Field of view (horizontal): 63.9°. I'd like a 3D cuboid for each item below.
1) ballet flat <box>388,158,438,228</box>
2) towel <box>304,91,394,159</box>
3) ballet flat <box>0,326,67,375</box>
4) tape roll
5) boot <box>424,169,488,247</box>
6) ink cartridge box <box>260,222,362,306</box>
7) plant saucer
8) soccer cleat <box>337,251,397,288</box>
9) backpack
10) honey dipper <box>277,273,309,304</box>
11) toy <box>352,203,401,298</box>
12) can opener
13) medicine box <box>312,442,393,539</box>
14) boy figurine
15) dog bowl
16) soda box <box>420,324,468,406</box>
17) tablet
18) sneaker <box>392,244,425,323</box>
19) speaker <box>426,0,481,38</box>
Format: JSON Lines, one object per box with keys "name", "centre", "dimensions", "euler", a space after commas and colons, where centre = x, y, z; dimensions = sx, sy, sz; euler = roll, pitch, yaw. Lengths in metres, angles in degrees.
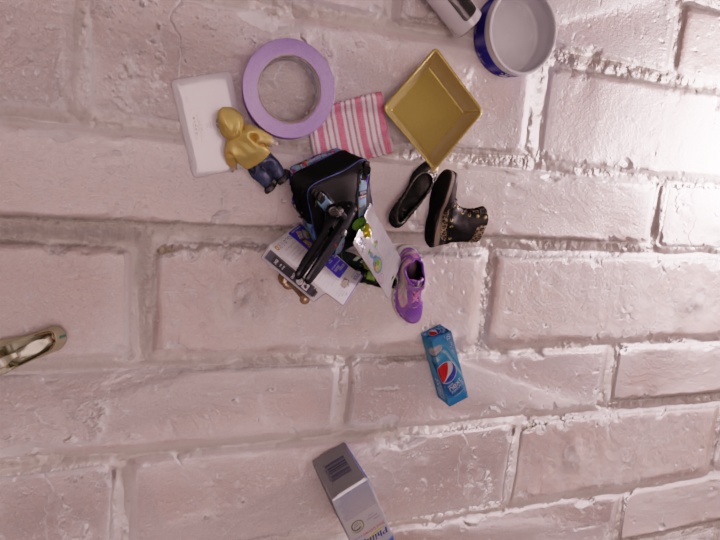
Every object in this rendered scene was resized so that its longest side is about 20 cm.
{"name": "ballet flat", "centre": [0.138, -0.187, 1.419], "dimensions": [0.066, 0.057, 0.202], "euler": [35, 83, -23]}
{"name": "towel", "centre": [-0.024, -0.321, 1.345], "dimensions": [0.197, 0.030, 0.149], "euler": [-19, 106, -16]}
{"name": "ballet flat", "centre": [-0.697, 0.168, 1.164], "dimensions": [0.197, 0.069, 0.071], "euler": [-25, 109, -14]}
{"name": "tape roll", "centre": [-0.156, -0.388, 1.247], "dimensions": [0.196, 0.066, 0.205], "euler": [-3, 101, -14]}
{"name": "boot", "centre": [0.249, -0.153, 1.451], "dimensions": [0.148, 0.073, 0.204], "euler": [-1, 115, -22]}
{"name": "ink cartridge box", "centre": [-0.099, -0.006, 1.264], "dimensions": [0.199, 0.198, 0.044], "euler": [39, 112, -1]}
{"name": "plant saucer", "centre": [0.169, -0.385, 1.392], "dimensions": [0.200, 0.048, 0.201], "euler": [44, 81, -22]}
{"name": "soccer cleat", "centre": [0.000, 0.000, 1.392], "dimensions": [0.197, 0.081, 0.069], "euler": [14, 96, -23]}
{"name": "backpack", "centre": [-0.061, -0.147, 1.295], "dimensions": [0.181, 0.134, 0.203], "euler": [-31, 133, -25]}
{"name": "honey dipper", "centre": [-0.144, 0.038, 1.279], "dimensions": [0.037, 0.200, 0.039], "euler": [-5, 104, -20]}
{"name": "toy", "centre": [0.028, -0.042, 1.321], "dimensions": [0.201, 0.046, 0.117], "euler": [60, 43, -45]}
{"name": "can opener", "centre": [-0.065, -0.058, 1.172], "dimensions": [0.202, 0.063, 0.079], "euler": [-61, 140, -24]}
{"name": "medicine box", "centre": [-0.022, 0.573, 1.448], "dimensions": [0.102, 0.182, 0.203], "euler": [-26, 109, -13]}
{"name": "boy figurine", "centre": [-0.241, -0.258, 1.237], "dimensions": [0.123, 0.065, 0.200], "euler": [-31, 118, 19]}
{"name": "dog bowl", "centre": [0.380, -0.583, 1.421], "dimensions": [0.196, 0.079, 0.205], "euler": [-4, 102, -20]}
{"name": "soda box", "centre": [0.224, 0.252, 1.539], "dimensions": [0.063, 0.068, 0.203], "euler": [-23, 108, -15]}
{"name": "tablet", "centre": [-0.319, -0.312, 1.241], "dimensions": [0.128, 0.014, 0.204], "euler": [-15, 106, -18]}
{"name": "sneaker", "centre": [0.129, 0.041, 1.448], "dimensions": [0.079, 0.088, 0.204], "euler": [-10, 105, -20]}
{"name": "speaker", "centre": [0.189, -0.643, 1.334], "dimensions": [0.200, 0.081, 0.082], "euler": [42, 85, -23]}
